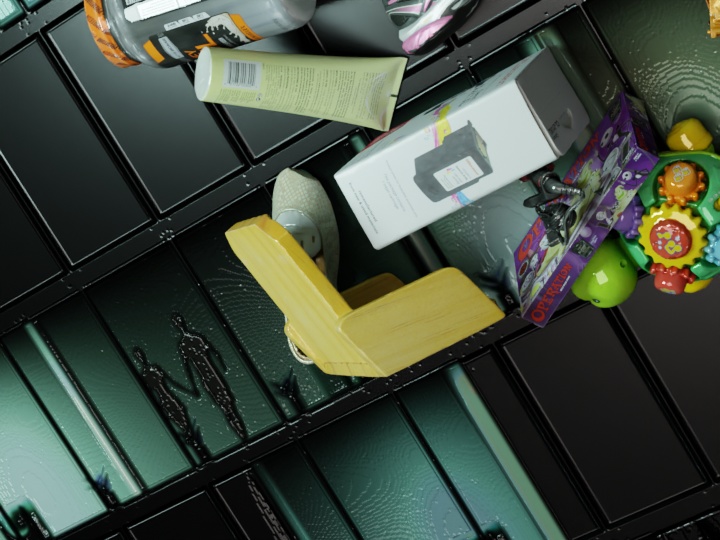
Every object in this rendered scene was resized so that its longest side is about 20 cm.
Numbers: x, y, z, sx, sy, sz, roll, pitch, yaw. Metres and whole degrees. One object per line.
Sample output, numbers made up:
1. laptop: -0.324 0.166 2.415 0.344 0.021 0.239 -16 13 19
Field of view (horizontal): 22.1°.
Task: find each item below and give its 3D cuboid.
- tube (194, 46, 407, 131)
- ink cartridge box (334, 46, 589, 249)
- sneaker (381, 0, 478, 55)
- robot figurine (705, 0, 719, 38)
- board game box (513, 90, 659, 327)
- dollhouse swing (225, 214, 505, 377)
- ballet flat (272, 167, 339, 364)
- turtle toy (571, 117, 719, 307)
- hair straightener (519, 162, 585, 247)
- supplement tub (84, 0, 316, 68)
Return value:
1. tube: -0.056 -0.175 1.747 0.199 0.052 0.058 4 158 -21
2. ink cartridge box: 0.096 -0.115 1.704 0.199 0.146 0.083 -27 98 24
3. sneaker: 0.093 -0.286 1.681 0.200 0.080 0.086 -38 85 20
4. robot figurine: 0.349 -0.303 1.599 0.144 0.058 0.201 2 111 17
5. board game box: 0.205 -0.057 1.705 0.032 0.120 0.200 27 117 -10
6. dollhouse swing: 0.000 0.000 1.731 0.181 0.200 0.177 -26 95 -15
7. ballet flat: -0.054 -0.001 1.842 0.067 0.062 0.201 -3 109 19
8. turtle toy: 0.278 -0.035 1.697 0.200 0.101 0.146 -34 97 35
9. hair straightener: 0.177 -0.060 1.657 0.041 0.200 0.077 -22 98 -5
10. supplement tub: -0.152 -0.263 1.741 0.199 0.123 0.123 -14 105 23
